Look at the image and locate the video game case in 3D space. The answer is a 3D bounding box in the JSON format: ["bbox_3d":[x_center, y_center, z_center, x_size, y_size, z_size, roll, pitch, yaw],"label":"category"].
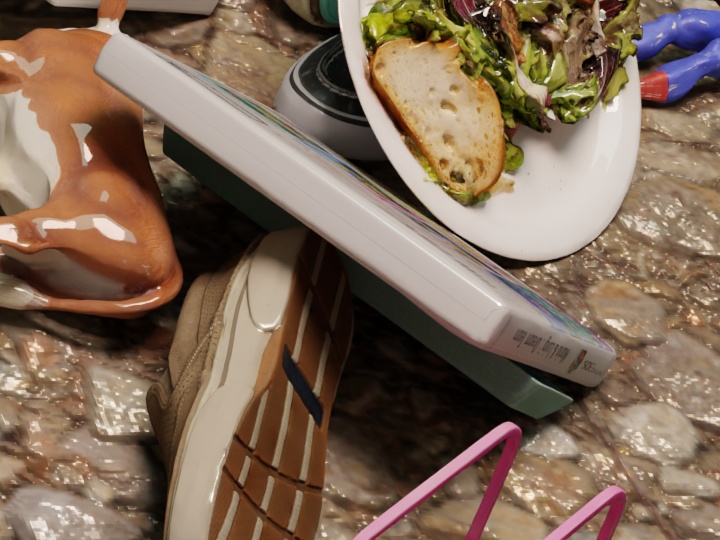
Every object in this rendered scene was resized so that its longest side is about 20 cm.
[{"bbox_3d":[0.002,-0.022,1.216,0.200,0.024,0.182,35,4,19],"label":"video game case"}]

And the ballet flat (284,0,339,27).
[{"bbox_3d":[0.036,-0.165,1.475,0.199,0.068,0.062,-10,35,-38],"label":"ballet flat"}]

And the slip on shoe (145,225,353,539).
[{"bbox_3d":[-0.052,0.058,1.128,0.060,0.076,0.200,-12,38,21],"label":"slip on shoe"}]

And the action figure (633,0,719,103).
[{"bbox_3d":[0.191,-0.118,1.512,0.199,0.052,0.065,-7,40,-39],"label":"action figure"}]

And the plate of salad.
[{"bbox_3d":[0.068,-0.104,1.336,0.200,0.048,0.201,17,64,-40],"label":"plate of salad"}]

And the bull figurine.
[{"bbox_3d":[-0.134,-0.054,1.228,0.121,0.065,0.200,2,37,-22],"label":"bull figurine"}]

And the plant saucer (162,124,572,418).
[{"bbox_3d":[0.000,0.000,1.239,0.200,0.019,0.070,35,3,17],"label":"plant saucer"}]

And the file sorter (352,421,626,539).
[{"bbox_3d":[0.079,0.164,0.990,0.200,0.126,0.139,35,37,18],"label":"file sorter"}]

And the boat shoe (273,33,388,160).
[{"bbox_3d":[0.037,-0.109,1.392,0.074,0.068,0.199,40,38,26],"label":"boat shoe"}]

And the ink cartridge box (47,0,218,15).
[{"bbox_3d":[-0.083,-0.219,1.336,0.084,0.200,0.146,38,19,21],"label":"ink cartridge box"}]
